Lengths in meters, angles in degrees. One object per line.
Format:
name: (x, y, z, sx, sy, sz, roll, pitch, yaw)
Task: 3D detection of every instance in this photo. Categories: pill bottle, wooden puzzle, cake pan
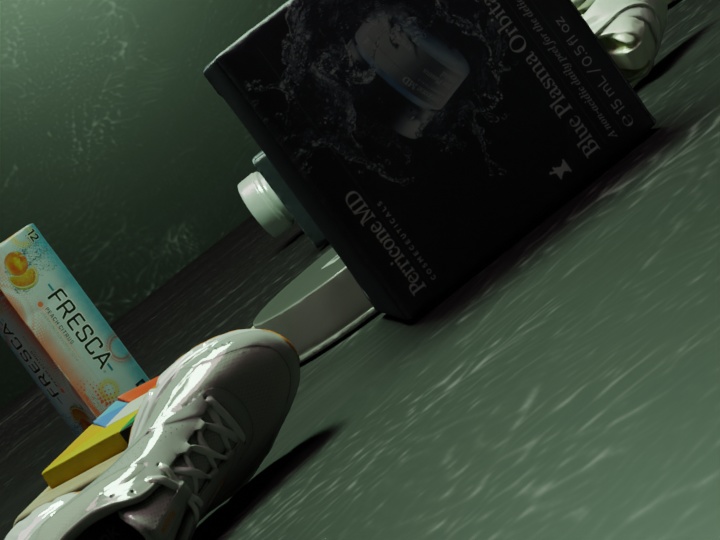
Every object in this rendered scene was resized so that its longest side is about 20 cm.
pill bottle: (-0.051, -0.132, 2.084, 0.199, 0.113, 0.112, -36, 7, 10)
wooden puzzle: (-0.171, 0.117, 1.313, 0.199, 0.037, 0.185, -34, 8, 29)
cake pan: (0.000, 0.000, 1.209, 0.200, 0.037, 0.200, -37, 6, 5)

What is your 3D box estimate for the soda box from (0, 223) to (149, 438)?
soda box: (-0.270, 0.061, 1.508, 0.068, 0.201, 0.063, -39, 7, -34)

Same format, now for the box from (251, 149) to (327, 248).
box: (0.010, -0.148, 1.809, 0.196, 0.124, 0.200, -34, 8, 18)

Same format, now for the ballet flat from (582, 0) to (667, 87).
ballet flat: (0.173, -0.143, 1.221, 0.200, 0.070, 0.069, -44, 8, -18)

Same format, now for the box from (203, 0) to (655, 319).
box: (0.039, -0.107, 1.041, 0.200, 0.197, 0.117, -38, 8, -6)

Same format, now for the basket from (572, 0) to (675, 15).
basket: (0.238, -0.293, 1.603, 0.199, 0.124, 0.136, -33, 7, 30)

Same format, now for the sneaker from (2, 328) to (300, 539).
sneaker: (-0.095, 0.111, 0.849, 0.200, 0.076, 0.092, -47, 16, -16)
